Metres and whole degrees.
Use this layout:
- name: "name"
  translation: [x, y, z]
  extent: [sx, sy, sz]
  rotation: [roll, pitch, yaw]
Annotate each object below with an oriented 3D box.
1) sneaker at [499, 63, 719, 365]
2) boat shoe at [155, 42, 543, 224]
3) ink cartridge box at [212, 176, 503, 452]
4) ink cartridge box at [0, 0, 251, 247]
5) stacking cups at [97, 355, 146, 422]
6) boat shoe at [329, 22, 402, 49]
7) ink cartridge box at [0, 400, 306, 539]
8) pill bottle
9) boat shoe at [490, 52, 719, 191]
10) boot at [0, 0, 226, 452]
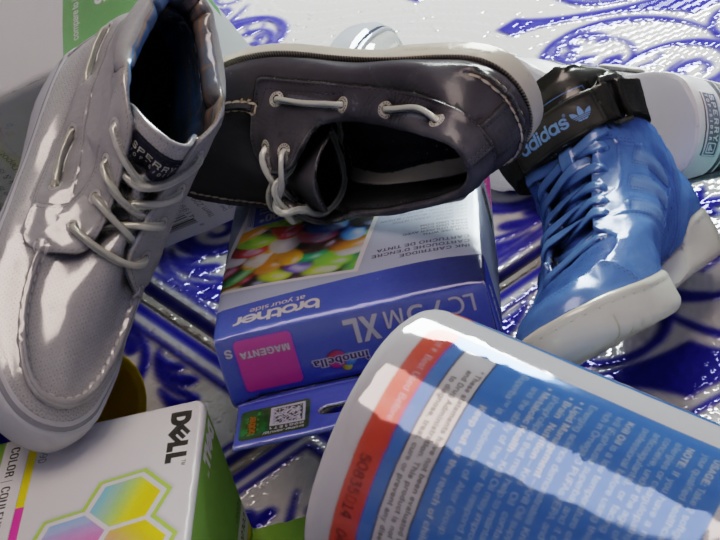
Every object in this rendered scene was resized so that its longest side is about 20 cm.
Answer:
- name: "sneaker"
  translation: [0.091, -0.027, 0.840]
  extent: [0.076, 0.112, 0.200]
  rotation: [-30, 1, 29]
- name: "boat shoe"
  translation: [-0.020, -0.054, 0.850]
  extent: [0.198, 0.073, 0.063]
  rotation: [-4, 35, 33]
- name: "ink cartridge box"
  translation: [0.000, 0.000, 0.862]
  extent: [0.118, 0.042, 0.201]
  rotation: [-12, 29, 8]
- name: "ink cartridge box"
  translation: [-0.156, -0.071, 1.001]
  extent: [0.199, 0.145, 0.088]
  rotation: [-23, 51, 18]
- name: "stacking cups"
  translation: [-0.187, 0.050, 0.978]
  extent: [0.060, 0.061, 0.199]
  rotation: [-39, 33, -30]
- name: "boat shoe"
  translation: [0.018, -0.063, 1.022]
  extent: [0.085, 0.075, 0.203]
  rotation: [-5, 38, 19]
- name: "ink cartridge box"
  translation: [-0.058, 0.122, 0.778]
  extent: [0.198, 0.076, 0.148]
  rotation: [-13, 32, 9]
- name: "pill bottle"
  translation: [0.090, 0.099, 0.679]
  extent: [0.199, 0.113, 0.112]
  rotation: [23, 47, 21]
- name: "boat shoe"
  translation: [0.123, -0.075, 1.003]
  extent: [0.067, 0.073, 0.199]
  rotation: [2, 1, -37]
- name: "boot"
  translation: [-0.107, -0.030, 0.821]
  extent: [0.095, 0.073, 0.202]
  rotation: [-36, 41, 47]
